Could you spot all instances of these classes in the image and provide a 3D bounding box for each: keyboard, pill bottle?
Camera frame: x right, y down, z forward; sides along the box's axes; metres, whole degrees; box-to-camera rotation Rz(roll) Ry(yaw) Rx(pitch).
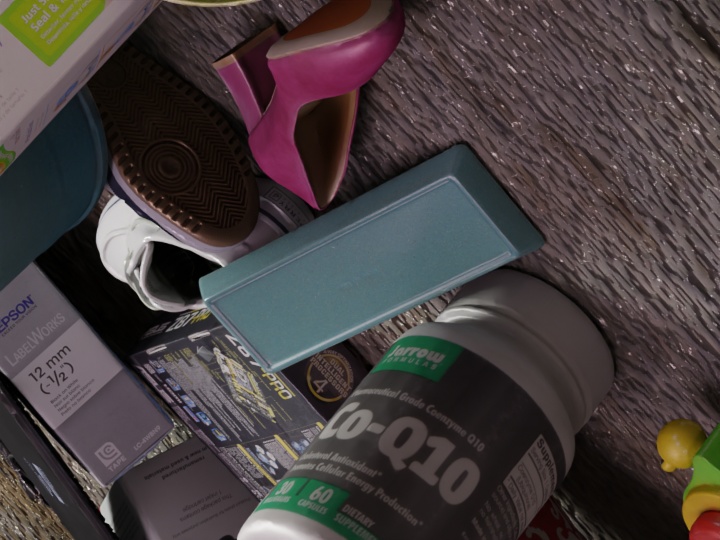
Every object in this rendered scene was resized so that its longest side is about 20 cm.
[{"bbox_3d":[-0.204,0.122,1.728,0.127,0.021,0.200,24,150,52],"label":"keyboard"},{"bbox_3d":[0.037,0.099,1.380,0.113,0.200,0.113,28,148,20],"label":"pill bottle"}]

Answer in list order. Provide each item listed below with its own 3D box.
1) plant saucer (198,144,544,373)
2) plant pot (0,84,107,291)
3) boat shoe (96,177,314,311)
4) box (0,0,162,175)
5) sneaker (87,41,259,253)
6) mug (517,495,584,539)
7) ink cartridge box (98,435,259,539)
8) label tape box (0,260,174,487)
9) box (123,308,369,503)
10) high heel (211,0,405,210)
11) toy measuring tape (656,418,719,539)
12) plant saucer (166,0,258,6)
[{"bbox_3d":[0.000,0.000,1.411,0.200,0.019,0.070,-26,113,40],"label":"plant saucer"},{"bbox_3d":[-0.265,-0.040,1.403,0.200,0.188,0.200,22,140,20],"label":"plant pot"},{"bbox_3d":[-0.106,-0.012,1.545,0.074,0.067,0.200,49,151,-16],"label":"boat shoe"},{"bbox_3d":[-0.173,-0.128,1.291,0.112,0.200,0.101,41,168,-2],"label":"box"},{"bbox_3d":[-0.141,-0.069,1.498,0.200,0.070,0.109,43,149,9],"label":"sneaker"},{"bbox_3d":[0.056,0.182,1.499,0.200,0.133,0.178,58,137,13],"label":"mug"},{"bbox_3d":[-0.090,0.223,1.785,0.200,0.083,0.146,58,155,12],"label":"ink cartridge box"},{"bbox_3d":[-0.216,0.031,1.702,0.200,0.066,0.143,50,172,-22],"label":"label tape box"},{"bbox_3d":[-0.034,0.098,1.639,0.200,0.049,0.161,48,154,-13],"label":"box"},{"bbox_3d":[-0.010,-0.078,1.316,0.096,0.067,0.200,57,155,-10],"label":"high heel"},{"bbox_3d":[0.226,0.144,1.360,0.200,0.074,0.074,39,153,4],"label":"toy measuring tape"},{"bbox_3d":[-0.079,-0.213,1.192,0.200,0.031,0.200,13,125,19],"label":"plant saucer"}]
